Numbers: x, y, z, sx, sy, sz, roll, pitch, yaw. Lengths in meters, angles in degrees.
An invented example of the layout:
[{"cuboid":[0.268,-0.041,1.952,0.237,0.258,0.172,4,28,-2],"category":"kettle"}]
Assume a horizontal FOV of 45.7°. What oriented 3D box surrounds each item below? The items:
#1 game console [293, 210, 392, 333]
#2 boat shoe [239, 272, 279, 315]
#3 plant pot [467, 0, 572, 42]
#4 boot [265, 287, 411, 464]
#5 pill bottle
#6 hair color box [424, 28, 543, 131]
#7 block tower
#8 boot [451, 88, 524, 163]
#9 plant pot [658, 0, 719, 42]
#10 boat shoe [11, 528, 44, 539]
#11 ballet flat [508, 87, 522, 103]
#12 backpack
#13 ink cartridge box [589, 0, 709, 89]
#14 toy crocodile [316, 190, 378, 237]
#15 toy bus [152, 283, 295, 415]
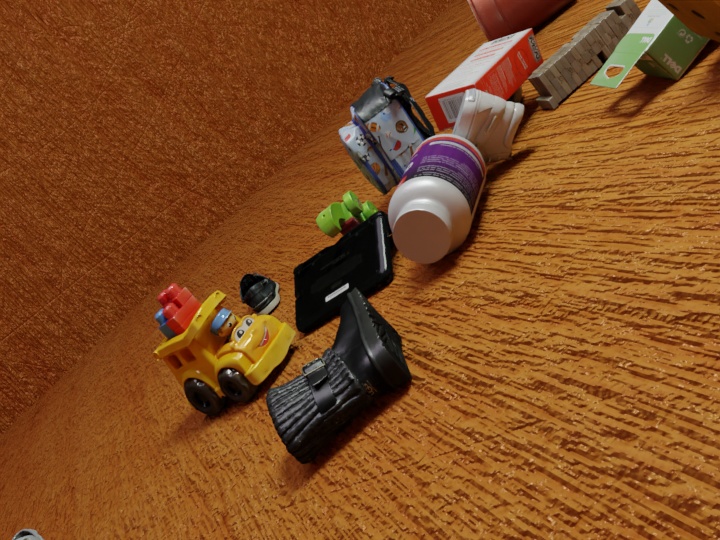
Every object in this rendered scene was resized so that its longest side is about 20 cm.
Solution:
[{"cuboid":[0.000,0.000,1.325,0.199,0.115,0.179,-32,47,34],"category":"game console"},{"cuboid":[-0.203,0.037,1.646,0.074,0.066,0.199,-41,15,2],"category":"boat shoe"},{"cuboid":[0.338,-0.590,1.799,0.193,0.203,0.202,-25,20,22],"category":"plant pot"},{"cuboid":[-0.032,0.112,0.973,0.157,0.080,0.211,-40,15,8],"category":"boot"},{"cuboid":[0.101,-0.095,1.142,0.112,0.113,0.201,-32,17,32],"category":"pill bottle"},{"cuboid":[0.195,-0.297,1.323,0.100,0.062,0.200,-6,32,45],"category":"hair color box"},{"cuboid":[0.344,-0.334,1.297,0.200,0.058,0.054,-43,14,2],"category":"block tower"},{"cuboid":[0.174,-0.168,1.245,0.202,0.094,0.074,105,179,-51],"category":"boot"},{"cuboid":[0.396,-0.339,0.870,0.178,0.198,0.200,-56,31,14],"category":"plant pot"},{"cuboid":[-0.499,0.436,1.283,0.070,0.072,0.200,-47,15,-20],"category":"boat shoe"},{"cuboid":[0.249,-0.316,1.489,0.061,0.069,0.200,-14,15,-9],"category":"ballet flat"},{"cuboid":[0.058,-0.212,1.434,0.154,0.190,0.200,-43,14,12],"category":"backpack"},{"cuboid":[0.380,-0.293,1.051,0.201,0.059,0.104,-54,13,11],"category":"ink cartridge box"},{"cuboid":[-0.011,-0.076,1.374,0.067,0.062,0.199,-34,-18,16],"category":"toy crocodile"},{"cuboid":[-0.223,0.098,1.290,0.198,0.193,0.136,-24,20,44],"category":"toy bus"}]
